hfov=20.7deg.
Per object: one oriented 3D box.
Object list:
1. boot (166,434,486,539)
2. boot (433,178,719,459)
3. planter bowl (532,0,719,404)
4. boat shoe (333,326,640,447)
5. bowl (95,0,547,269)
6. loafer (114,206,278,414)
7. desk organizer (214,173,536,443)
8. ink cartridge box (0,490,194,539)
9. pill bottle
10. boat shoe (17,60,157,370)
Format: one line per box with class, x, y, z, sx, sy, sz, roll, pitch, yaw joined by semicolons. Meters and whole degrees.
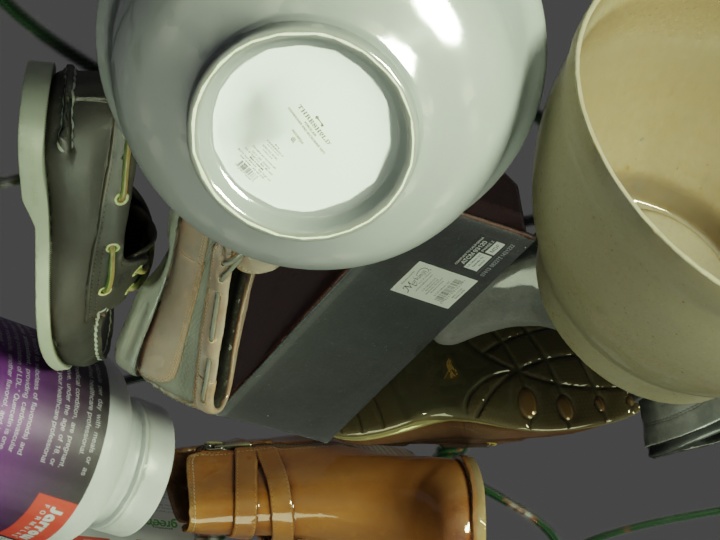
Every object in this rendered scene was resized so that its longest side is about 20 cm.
boot;-0.022;0.129;1.115;0.154;0.200;0.078;4;100;-20
boot;0.132;0.038;1.015;0.199;0.133;0.070;-22;172;24
planter bowl;0.160;-0.023;0.894;0.198;0.202;0.135;9;144;-18
boat shoe;0.068;0.064;1.114;0.198;0.073;0.068;-5;164;6
bowl;-0.021;-0.076;0.828;0.199;0.091;0.203;2;119;3
loafer;-0.061;-0.010;0.965;0.063;0.072;0.201;36;130;10
desk organizer;0.000;0.000;1.004;0.071;0.078;0.200;16;138;-27
ink cartridge box;-0.203;0.212;1.180;0.198;0.177;0.084;9;142;-18
pill bottle;-0.203;0.081;1.059;0.199;0.113;0.112;22;136;-32
boat shoe;-0.130;-0.019;0.968;0.060;0.072;0.202;2;141;-2
